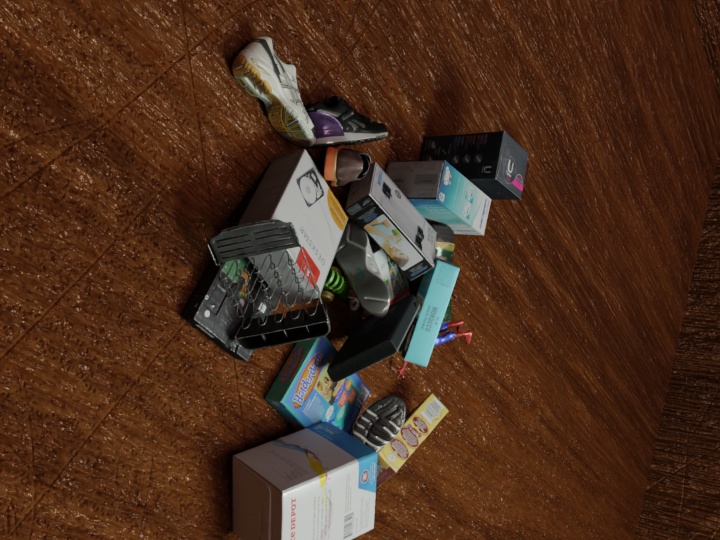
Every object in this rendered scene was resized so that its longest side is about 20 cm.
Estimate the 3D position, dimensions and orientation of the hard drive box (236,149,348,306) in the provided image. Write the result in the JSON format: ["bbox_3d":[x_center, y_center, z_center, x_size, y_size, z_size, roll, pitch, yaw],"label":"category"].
[{"bbox_3d":[-0.108,-0.071,1.218,0.157,0.076,0.201,56,34,-32],"label":"hard drive box"}]

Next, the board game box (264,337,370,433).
[{"bbox_3d":[-0.072,0.225,1.363,0.153,0.045,0.201,-59,135,-28],"label":"board game box"}]

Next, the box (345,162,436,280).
[{"bbox_3d":[0.062,-0.092,1.418,0.200,0.060,0.117,47,30,-24],"label":"box"}]

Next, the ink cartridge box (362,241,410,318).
[{"bbox_3d":[0.050,0.044,1.494,0.109,0.050,0.203,-33,117,-46],"label":"ink cartridge box"}]

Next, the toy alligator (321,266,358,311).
[{"bbox_3d":[-0.043,0.029,1.374,0.200,0.054,0.060,38,65,-46],"label":"toy alligator"}]

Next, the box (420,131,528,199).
[{"bbox_3d":[0.236,-0.217,1.582,0.122,0.198,0.108,24,75,-48],"label":"box"}]

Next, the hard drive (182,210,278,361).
[{"bbox_3d":[-0.190,0.025,1.207,0.140,0.037,0.202,46,60,-43],"label":"hard drive"}]

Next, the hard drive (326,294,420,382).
[{"bbox_3d":[0.026,0.120,1.353,0.033,0.138,0.200,57,24,-9],"label":"hard drive"}]

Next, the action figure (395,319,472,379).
[{"bbox_3d":[0.130,0.163,1.572,0.197,0.065,0.100,-2,123,-26],"label":"action figure"}]

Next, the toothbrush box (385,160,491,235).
[{"bbox_3d":[0.156,-0.146,1.533,0.199,0.145,0.087,27,74,-50],"label":"toothbrush box"}]

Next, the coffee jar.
[{"bbox_3d":[0.144,0.006,1.556,0.084,0.104,0.204,4,88,-25],"label":"coffee jar"}]

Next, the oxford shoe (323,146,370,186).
[{"bbox_3d":[-0.017,-0.180,1.319,0.200,0.071,0.072,-59,155,-79],"label":"oxford shoe"}]

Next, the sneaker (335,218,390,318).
[{"bbox_3d":[0.000,0.000,1.382,0.080,0.070,0.203,69,0,-68],"label":"sneaker"}]

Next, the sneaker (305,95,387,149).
[{"bbox_3d":[-0.021,-0.275,1.364,0.199,0.075,0.089,-16,100,-49],"label":"sneaker"}]

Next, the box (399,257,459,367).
[{"bbox_3d":[0.132,0.077,1.454,0.048,0.082,0.203,17,96,-7],"label":"box"}]

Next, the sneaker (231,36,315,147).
[{"bbox_3d":[-0.122,-0.295,1.232,0.201,0.075,0.088,52,55,-40],"label":"sneaker"}]

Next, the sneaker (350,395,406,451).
[{"bbox_3d":[0.013,0.306,1.419,0.201,0.075,0.116,-53,-178,7],"label":"sneaker"}]

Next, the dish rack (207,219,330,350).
[{"bbox_3d":[-0.139,0.020,1.121,0.055,0.151,0.202,-89,164,-54],"label":"dish rack"}]

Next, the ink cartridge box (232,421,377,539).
[{"bbox_3d":[-0.093,0.368,1.238,0.198,0.145,0.149,-11,111,-41],"label":"ink cartridge box"}]

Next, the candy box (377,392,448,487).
[{"bbox_3d":[0.084,0.345,1.508,0.056,0.117,0.200,44,47,6],"label":"candy box"}]
